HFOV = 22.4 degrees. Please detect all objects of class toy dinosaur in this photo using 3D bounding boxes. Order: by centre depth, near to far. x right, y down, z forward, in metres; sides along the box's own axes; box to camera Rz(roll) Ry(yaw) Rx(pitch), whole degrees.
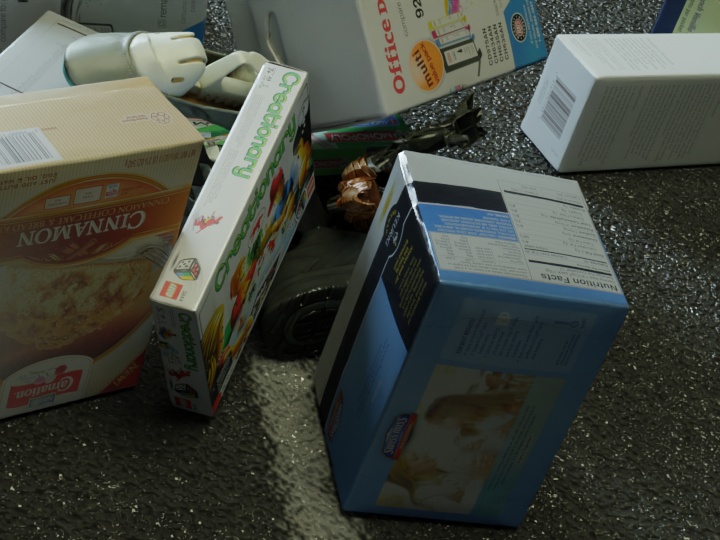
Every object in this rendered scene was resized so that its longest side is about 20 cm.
[{"bbox_3d":[0.032,-0.056,1.357,0.135,0.103,0.200,-14,24,16],"label":"toy dinosaur"}]

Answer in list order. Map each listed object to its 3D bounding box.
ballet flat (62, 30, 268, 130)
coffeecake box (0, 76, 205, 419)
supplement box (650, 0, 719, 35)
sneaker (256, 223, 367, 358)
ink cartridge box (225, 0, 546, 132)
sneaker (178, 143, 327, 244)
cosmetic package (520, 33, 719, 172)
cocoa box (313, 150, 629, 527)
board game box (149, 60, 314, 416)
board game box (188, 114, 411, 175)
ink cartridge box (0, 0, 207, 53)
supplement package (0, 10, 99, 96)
[{"bbox_3d":[-0.116,-0.138,1.271,0.199,0.064,0.068,11,53,-46],"label":"ballet flat"},{"bbox_3d":[-0.197,-0.009,1.117,0.153,0.201,0.073,-13,46,-38],"label":"coffeecake box"},{"bbox_3d":[0.395,-0.222,1.749,0.199,0.135,0.200,28,36,10],"label":"supplement box"},{"bbox_3d":[0.000,0.000,1.316,0.199,0.076,0.091,-7,39,-35],"label":"sneaker"},{"bbox_3d":[0.017,-0.202,1.419,0.144,0.148,0.199,-5,13,46],"label":"ink cartridge box"},{"bbox_3d":[-0.104,-0.047,1.328,0.200,0.088,0.074,12,54,-54],"label":"sneaker"},{"bbox_3d":[0.252,-0.151,1.613,0.199,0.102,0.071,-4,41,-32],"label":"cosmetic package"},{"bbox_3d":[0.065,0.048,1.171,0.133,0.201,0.132,7,38,-19],"label":"cocoa box"},{"bbox_3d":[-0.080,-0.021,1.196,0.034,0.127,0.201,15,58,12],"label":"board game box"},{"bbox_3d":[-0.065,-0.128,1.488,0.199,0.029,0.135,-4,43,-31],"label":"board game box"},{"bbox_3d":[-0.220,-0.213,1.394,0.199,0.147,0.086,-2,43,-12],"label":"ink cartridge box"},{"bbox_3d":[-0.224,-0.077,1.271,0.113,0.110,0.200,25,35,4],"label":"supplement package"}]
